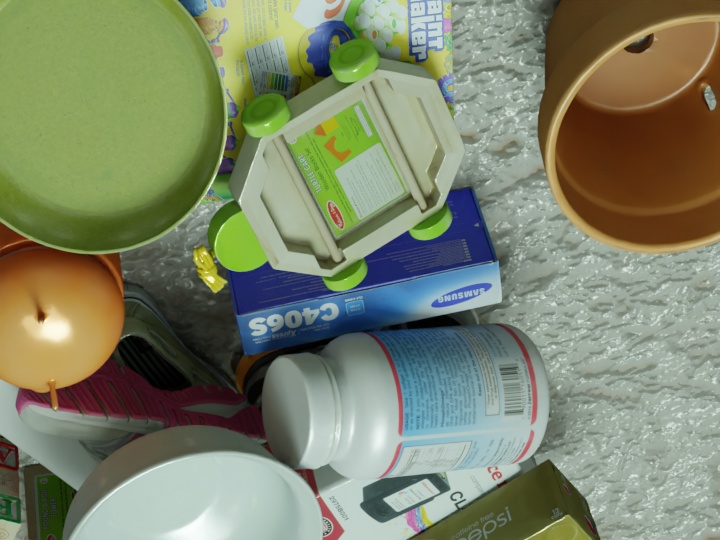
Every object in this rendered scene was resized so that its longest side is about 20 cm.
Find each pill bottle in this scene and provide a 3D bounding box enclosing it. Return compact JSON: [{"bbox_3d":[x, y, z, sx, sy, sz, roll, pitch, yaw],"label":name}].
[{"bbox_3d":[0.032,0.098,1.684,0.198,0.109,0.109,-2,130,-28],"label":"pill bottle"}]

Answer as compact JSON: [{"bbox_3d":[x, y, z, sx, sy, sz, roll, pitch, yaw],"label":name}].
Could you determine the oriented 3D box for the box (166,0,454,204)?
[{"bbox_3d":[-0.039,-0.170,1.547,0.191,0.122,0.201,-7,128,-6],"label":"box"}]

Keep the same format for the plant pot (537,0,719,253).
[{"bbox_3d":[0.214,-0.134,1.618,0.198,0.141,0.201,-6,129,-7],"label":"plant pot"}]

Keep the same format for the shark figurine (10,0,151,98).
[{"bbox_3d":[-0.189,-0.192,1.488,0.089,0.129,0.216,-10,130,-12],"label":"shark figurine"}]

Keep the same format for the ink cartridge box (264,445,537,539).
[{"bbox_3d":[0.037,0.175,1.858,0.199,0.083,0.146,-26,128,9],"label":"ink cartridge box"}]

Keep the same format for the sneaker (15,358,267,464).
[{"bbox_3d":[-0.168,0.129,1.693,0.199,0.082,0.089,16,114,-26],"label":"sneaker"}]

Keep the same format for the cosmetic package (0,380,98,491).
[{"bbox_3d":[-0.262,0.085,1.724,0.050,0.083,0.200,-36,126,16],"label":"cosmetic package"}]

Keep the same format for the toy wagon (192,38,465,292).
[{"bbox_3d":[-0.028,-0.058,1.506,0.199,0.040,0.156,-31,128,-5],"label":"toy wagon"}]

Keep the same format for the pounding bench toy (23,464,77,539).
[{"bbox_3d":[-0.195,0.273,1.810,0.123,0.201,0.157,-7,128,-7],"label":"pounding bench toy"}]

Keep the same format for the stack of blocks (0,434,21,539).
[{"bbox_3d":[-0.333,0.221,1.794,0.058,0.116,0.201,17,123,-23],"label":"stack of blocks"}]

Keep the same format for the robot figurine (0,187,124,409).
[{"bbox_3d":[-0.225,0.001,1.590,0.116,0.201,0.144,31,117,-31],"label":"robot figurine"}]

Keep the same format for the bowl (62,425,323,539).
[{"bbox_3d":[-0.134,0.181,1.644,0.199,0.091,0.202,-13,130,-16],"label":"bowl"}]

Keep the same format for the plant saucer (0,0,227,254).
[{"bbox_3d":[-0.179,-0.110,1.474,0.198,0.031,0.202,4,110,10],"label":"plant saucer"}]

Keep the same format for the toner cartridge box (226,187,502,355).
[{"bbox_3d":[0.000,0.000,1.706,0.198,0.095,0.043,-11,130,-2],"label":"toner cartridge box"}]

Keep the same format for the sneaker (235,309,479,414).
[{"bbox_3d":[0.002,0.078,1.780,0.199,0.077,0.079,-22,127,4],"label":"sneaker"}]

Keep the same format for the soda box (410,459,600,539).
[{"bbox_3d":[0.093,0.238,1.825,0.199,0.064,0.068,-33,130,13],"label":"soda box"}]

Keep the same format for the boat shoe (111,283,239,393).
[{"bbox_3d":[-0.147,0.096,1.770,0.072,0.062,0.200,-29,128,11],"label":"boat shoe"}]
